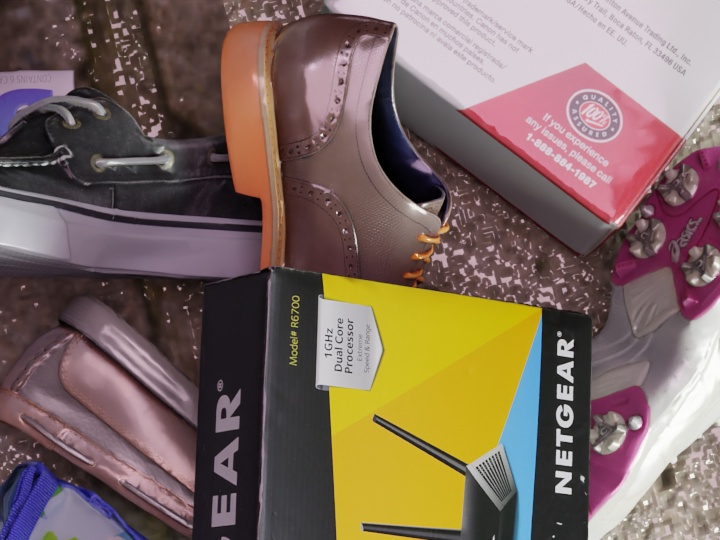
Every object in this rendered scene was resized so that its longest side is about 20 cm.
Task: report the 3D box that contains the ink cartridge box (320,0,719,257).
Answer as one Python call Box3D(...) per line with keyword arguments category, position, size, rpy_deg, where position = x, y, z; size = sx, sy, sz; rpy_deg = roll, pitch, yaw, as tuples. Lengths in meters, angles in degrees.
Box3D(category="ink cartridge box", position=(0.097, -0.130, 1.172), size=(0.144, 0.084, 0.200), rpy_deg=(37, 80, 1))

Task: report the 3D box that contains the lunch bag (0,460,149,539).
Box3D(category="lunch bag", position=(-0.112, 0.196, 1.068), size=(0.170, 0.127, 0.200), rpy_deg=(40, 74, -21))

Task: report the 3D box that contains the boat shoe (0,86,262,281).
Box3D(category="boat shoe", position=(-0.110, -0.033, 1.107), size=(0.200, 0.072, 0.071), rpy_deg=(5, 84, -49))

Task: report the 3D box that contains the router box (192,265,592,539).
Box3D(category="router box", position=(0.012, 0.108, 1.064), size=(0.149, 0.051, 0.200), rpy_deg=(8, 78, -34))

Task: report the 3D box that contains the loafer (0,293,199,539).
Box3D(category="loafer", position=(-0.056, 0.097, 1.129), size=(0.200, 0.072, 0.063), rpy_deg=(44, 79, 3))

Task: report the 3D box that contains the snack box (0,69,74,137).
Box3D(category="snack box", position=(-0.212, -0.040, 1.158), size=(0.200, 0.024, 0.072), rpy_deg=(-2, 80, -6))

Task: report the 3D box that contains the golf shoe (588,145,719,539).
Box3D(category="golf shoe", position=(0.119, 0.050, 1.153), size=(0.091, 0.075, 0.200), rpy_deg=(27, 102, -43))

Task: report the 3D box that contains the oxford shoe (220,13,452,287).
Box3D(category="oxford shoe", position=(0.000, 0.000, 1.122), size=(0.073, 0.071, 0.200), rpy_deg=(-7, 108, 15))
